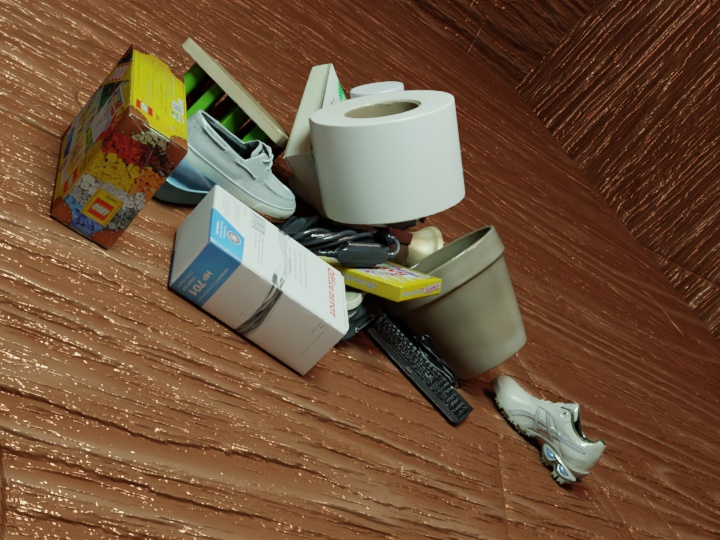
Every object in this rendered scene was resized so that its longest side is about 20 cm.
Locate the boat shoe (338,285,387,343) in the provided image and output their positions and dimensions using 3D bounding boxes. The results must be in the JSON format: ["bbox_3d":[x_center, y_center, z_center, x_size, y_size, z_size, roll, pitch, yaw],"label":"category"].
[{"bbox_3d":[-0.001,0.051,1.559,0.199,0.074,0.066,-42,128,-72],"label":"boat shoe"}]

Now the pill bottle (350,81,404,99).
[{"bbox_3d":[0.037,-0.179,1.753,0.112,0.112,0.200,-72,155,-69],"label":"pill bottle"}]

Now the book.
[{"bbox_3d":[-0.052,-0.193,1.730,0.134,0.048,0.200,63,27,-43],"label":"book"}]

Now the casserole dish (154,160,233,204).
[{"bbox_3d":[-0.238,-0.131,1.501,0.121,0.039,0.200,50,19,17],"label":"casserole dish"}]

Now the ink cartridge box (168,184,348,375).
[{"bbox_3d":[-0.119,0.010,1.369,0.200,0.086,0.147,37,20,-21],"label":"ink cartridge box"}]

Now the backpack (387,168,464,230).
[{"bbox_3d":[0.054,-0.152,1.930,0.176,0.153,0.200,40,-18,-5],"label":"backpack"}]

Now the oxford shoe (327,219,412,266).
[{"bbox_3d":[-0.009,-0.034,1.709,0.200,0.075,0.070,8,0,-30],"label":"oxford shoe"}]

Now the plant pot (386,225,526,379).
[{"bbox_3d":[0.152,0.057,1.702,0.174,0.200,0.200,59,18,-6],"label":"plant pot"}]

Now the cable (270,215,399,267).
[{"bbox_3d":[-0.057,-0.047,1.545,0.200,0.051,0.163,0,16,-27],"label":"cable"}]

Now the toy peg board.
[{"bbox_3d":[-0.198,-0.225,1.730,0.200,0.098,0.199,46,4,6],"label":"toy peg board"}]

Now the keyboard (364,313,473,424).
[{"bbox_3d":[0.088,0.123,1.619,0.200,0.040,0.104,47,20,7],"label":"keyboard"}]

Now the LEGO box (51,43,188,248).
[{"bbox_3d":[-0.268,-0.144,1.297,0.077,0.149,0.200,33,21,-26],"label":"LEGO box"}]

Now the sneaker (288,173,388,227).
[{"bbox_3d":[-0.014,-0.114,1.835,0.200,0.089,0.075,34,20,-27],"label":"sneaker"}]

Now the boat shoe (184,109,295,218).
[{"bbox_3d":[-0.152,-0.140,1.523,0.201,0.072,0.070,33,23,-30],"label":"boat shoe"}]

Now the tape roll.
[{"bbox_3d":[0.039,-0.159,1.595,0.203,0.202,0.140,-73,155,-69],"label":"tape roll"}]

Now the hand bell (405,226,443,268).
[{"bbox_3d":[0.019,-0.050,1.802,0.200,0.104,0.104,19,28,-27],"label":"hand bell"}]

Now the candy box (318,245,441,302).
[{"bbox_3d":[0.000,0.000,1.551,0.200,0.026,0.102,18,18,32],"label":"candy box"}]

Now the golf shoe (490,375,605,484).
[{"bbox_3d":[0.283,0.218,1.724,0.200,0.097,0.078,49,21,18],"label":"golf shoe"}]
